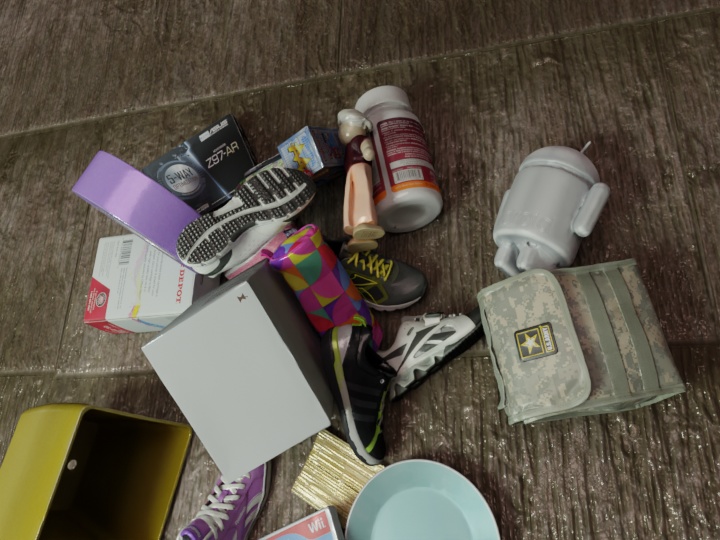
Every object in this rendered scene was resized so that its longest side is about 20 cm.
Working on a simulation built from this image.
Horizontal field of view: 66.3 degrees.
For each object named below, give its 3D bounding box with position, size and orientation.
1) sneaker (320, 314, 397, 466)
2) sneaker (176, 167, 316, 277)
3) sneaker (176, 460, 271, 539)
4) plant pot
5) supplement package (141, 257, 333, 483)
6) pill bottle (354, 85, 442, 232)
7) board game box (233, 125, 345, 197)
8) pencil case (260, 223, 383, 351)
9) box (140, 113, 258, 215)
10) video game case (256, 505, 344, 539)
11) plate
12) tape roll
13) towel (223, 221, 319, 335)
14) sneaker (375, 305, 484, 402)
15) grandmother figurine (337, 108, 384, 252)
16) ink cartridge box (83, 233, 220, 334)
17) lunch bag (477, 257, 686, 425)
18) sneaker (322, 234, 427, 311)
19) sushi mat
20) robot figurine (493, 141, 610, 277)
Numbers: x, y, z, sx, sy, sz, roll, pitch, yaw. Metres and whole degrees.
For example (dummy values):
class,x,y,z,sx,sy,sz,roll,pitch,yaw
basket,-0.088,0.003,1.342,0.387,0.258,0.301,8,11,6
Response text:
class,x,y,z,sx,sy,sz,roll,pitch,yaw
sneaker,0.012,0.158,0.708,0.081,0.072,0.204,-16,105,9
sneaker,-0.145,-0.063,0.726,0.197,0.080,0.074,-31,70,-10
sneaker,-0.182,0.317,0.732,0.071,0.114,0.205,7,71,20
plant pot,-0.391,0.289,0.770,0.172,0.200,0.205,4,71,29
supplement package,-0.138,0.111,0.707,0.145,0.200,0.194,-29,99,4
pill bottle,0.052,-0.171,0.840,0.107,0.110,0.205,-16,67,10
board game box,-0.097,-0.153,0.829,0.196,0.200,0.063,-25,93,6
pencil case,-0.046,0.033,0.746,0.087,0.202,0.089,-28,22,12
box,-0.276,-0.159,0.972,0.197,0.044,0.163,-29,65,5
video game case,-0.058,0.421,0.686,0.142,0.017,0.204,-33,63,23
plate,0.075,0.341,0.679,0.195,0.026,0.206,-6,69,15
tape roll,-0.292,-0.077,0.768,0.197,0.200,0.067,27,79,24
towel,-0.118,0.024,0.865,0.146,0.030,0.201,-39,64,0
sneaker,0.099,0.085,0.752,0.198,0.074,0.089,-35,66,2
grandmother figurine,-0.003,-0.137,0.762,0.059,0.121,0.205,2,66,-22
ink cartridge box,-0.333,0.019,0.902,0.195,0.083,0.150,-5,67,15
lunch bag,0.247,0.087,0.659,0.194,0.118,0.168,-7,67,-7
sneaker,0.000,0.000,0.794,0.195,0.085,0.076,10,59,10
sushi mat,0.005,0.302,0.735,0.197,0.012,0.097,25,78,23
robot figurine,0.252,-0.081,0.744,0.168,0.112,0.204,8,69,54
